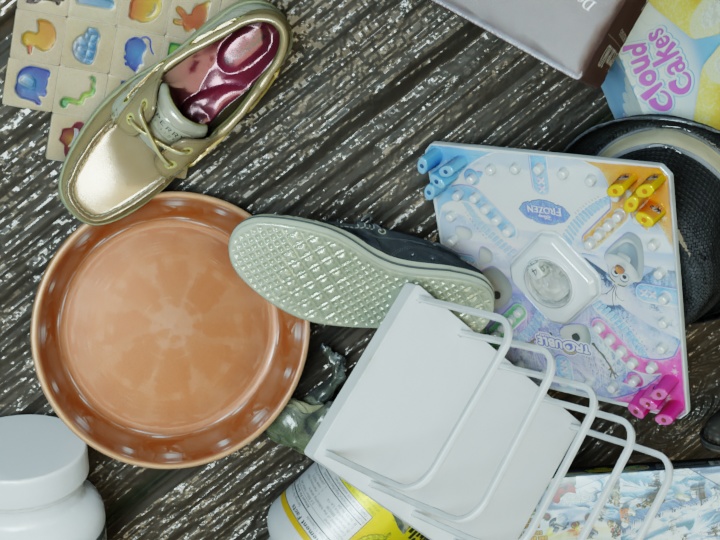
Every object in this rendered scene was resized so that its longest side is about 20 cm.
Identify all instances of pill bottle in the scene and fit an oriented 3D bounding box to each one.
[{"bbox_3d":[-0.244,0.216,0.909,0.116,0.116,0.200,-4,113,-16],"label":"pill bottle"},{"bbox_3d":[-0.002,0.191,0.979,0.200,0.104,0.104,-44,117,5],"label":"pill bottle"}]

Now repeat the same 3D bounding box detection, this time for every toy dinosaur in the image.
[{"bbox_3d":[-0.024,0.109,0.934,0.088,0.200,0.047,-57,158,-9],"label":"toy dinosaur"}]

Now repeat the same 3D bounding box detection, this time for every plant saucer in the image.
[{"bbox_3d":[-0.136,0.042,0.893,0.200,0.032,0.201,-2,96,-18],"label":"plant saucer"}]

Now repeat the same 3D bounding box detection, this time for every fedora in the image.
[{"bbox_3d":[0.218,-0.014,0.918,0.200,0.092,0.201,16,135,16],"label":"fedora"}]

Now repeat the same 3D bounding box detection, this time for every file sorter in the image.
[{"bbox_3d":[0.095,0.126,0.844,0.200,0.124,0.139,39,75,-30],"label":"file sorter"}]

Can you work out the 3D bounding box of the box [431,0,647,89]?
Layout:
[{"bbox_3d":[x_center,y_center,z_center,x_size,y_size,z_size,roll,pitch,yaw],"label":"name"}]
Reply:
[{"bbox_3d":[0.123,-0.241,0.771,0.164,0.166,0.200,30,103,9],"label":"box"}]

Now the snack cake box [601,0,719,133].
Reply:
[{"bbox_3d":[0.241,-0.162,0.928,0.115,0.067,0.200,-32,118,-3],"label":"snack cake box"}]

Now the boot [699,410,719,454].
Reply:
[{"bbox_3d":[0.356,0.048,1.058,0.200,0.069,0.174,-30,115,-12],"label":"boot"}]

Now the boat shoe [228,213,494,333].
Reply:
[{"bbox_3d":[0.000,0.000,0.889,0.200,0.062,0.075,12,115,-17],"label":"boat shoe"}]

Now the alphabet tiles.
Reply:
[{"bbox_3d":[-0.150,-0.164,0.840,0.167,0.008,0.200,7,110,-20],"label":"alphabet tiles"}]

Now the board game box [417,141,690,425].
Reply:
[{"bbox_3d":[0.138,0.009,0.906,0.026,0.200,0.200,-36,125,-42],"label":"board game box"}]

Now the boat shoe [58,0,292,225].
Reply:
[{"bbox_3d":[-0.126,-0.107,0.824,0.074,0.066,0.200,43,92,-16],"label":"boat shoe"}]

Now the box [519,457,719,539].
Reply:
[{"bbox_3d":[0.203,0.221,0.958,0.200,0.040,0.137,-5,90,10],"label":"box"}]
